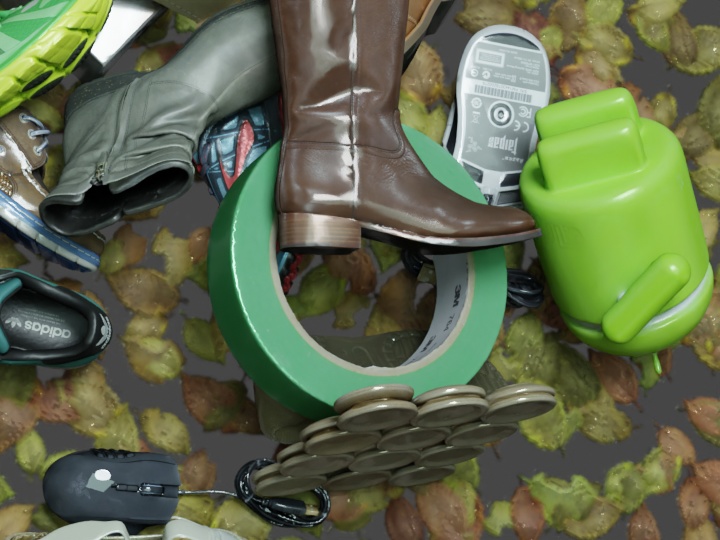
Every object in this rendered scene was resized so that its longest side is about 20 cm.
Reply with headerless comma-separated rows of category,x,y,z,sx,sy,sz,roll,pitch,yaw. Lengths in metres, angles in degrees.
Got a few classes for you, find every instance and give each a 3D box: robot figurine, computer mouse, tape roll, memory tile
robot figurine,0.180,-0.026,1.122,0.115,0.176,0.201,-15,122,12
computer mouse,0.095,-0.078,1.172,0.109,0.044,0.201,11,85,-8
tape roll,0.000,0.000,1.051,0.199,0.048,0.202,7,73,-24
computer mouse,-0.115,0.152,1.088,0.199,0.034,0.059,4,80,-14
memory tile,0.024,0.110,1.037,0.152,0.200,0.017,-1,69,-25

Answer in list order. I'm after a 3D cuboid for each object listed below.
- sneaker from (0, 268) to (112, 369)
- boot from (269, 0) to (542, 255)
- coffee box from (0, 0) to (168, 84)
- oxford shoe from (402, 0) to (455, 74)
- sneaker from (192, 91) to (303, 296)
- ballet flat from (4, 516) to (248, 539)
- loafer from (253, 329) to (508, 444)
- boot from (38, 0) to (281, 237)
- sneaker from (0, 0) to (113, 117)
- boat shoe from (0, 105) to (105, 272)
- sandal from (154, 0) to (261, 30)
sneaker,-0.260,0.024,1.044,0.199,0.080,0.072,7,81,-13
boot,0.030,-0.112,1.017,0.185,0.064,0.202,1,84,-23
coffee box,-0.156,-0.240,1.109,0.114,0.080,0.200,44,74,-7
oxford shoe,0.013,-0.174,1.140,0.071,0.071,0.200,35,54,-2
sneaker,-0.080,-0.068,1.118,0.095,0.079,0.201,4,74,0
ballet flat,-0.140,0.194,1.053,0.199,0.068,0.063,-4,119,-14
loafer,0.012,0.086,1.113,0.199,0.068,0.076,8,36,-24
boot,-0.109,-0.091,1.024,0.199,0.131,0.068,-24,126,13
sneaker,-0.245,-0.136,1.007,0.200,0.074,0.084,-35,85,-9
boat shoe,-0.244,-0.077,1.067,0.200,0.072,0.073,37,77,-6
sandal,-0.119,-0.217,1.040,0.212,0.077,0.070,39,38,-43
